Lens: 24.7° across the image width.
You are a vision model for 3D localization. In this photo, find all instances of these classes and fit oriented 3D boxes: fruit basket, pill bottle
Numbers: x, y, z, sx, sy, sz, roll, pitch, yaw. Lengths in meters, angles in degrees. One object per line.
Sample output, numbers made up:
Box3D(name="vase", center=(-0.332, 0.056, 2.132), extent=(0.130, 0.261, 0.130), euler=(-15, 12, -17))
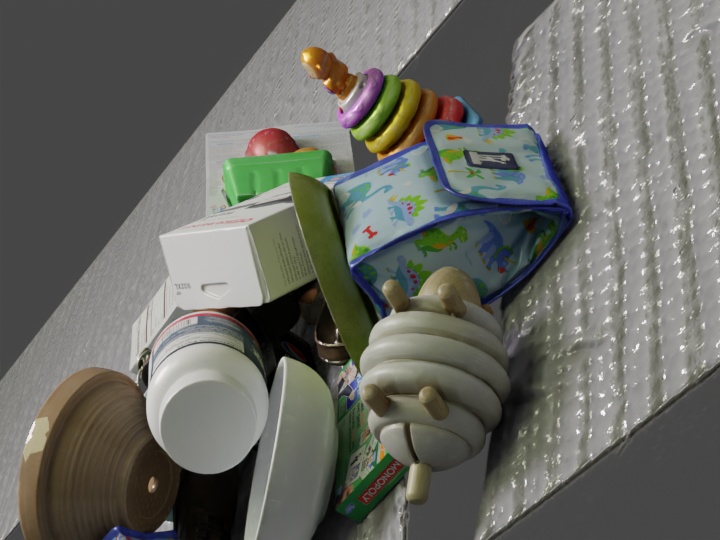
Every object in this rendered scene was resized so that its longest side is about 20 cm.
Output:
Box3D(name="fruit basket", center=(-0.098, -0.118, 2.001), extent=(0.201, 0.183, 0.095), euler=(-100, 5, -60))
Box3D(name="pill bottle", center=(-0.147, 0.120, 1.579), extent=(0.120, 0.119, 0.200), euler=(-56, 12, 8))

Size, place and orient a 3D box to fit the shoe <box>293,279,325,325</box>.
Box3D(name="shoe", center=(-0.041, 0.028, 1.776), extent=(0.199, 0.053, 0.071), euler=(-8, 54, 65))

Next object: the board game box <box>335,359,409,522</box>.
Box3D(name="board game box", center=(0.026, 0.118, 1.513), extent=(0.135, 0.029, 0.201), euler=(-49, 22, 27))

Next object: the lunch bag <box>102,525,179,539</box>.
Box3D(name="lunch bag", center=(-0.245, 0.364, 1.582), extent=(0.200, 0.094, 0.152), euler=(-39, 60, 23))

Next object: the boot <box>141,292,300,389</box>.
Box3D(name="boot", center=(-0.169, 0.050, 1.795), extent=(0.188, 0.069, 0.200), euler=(-37, 22, -6))

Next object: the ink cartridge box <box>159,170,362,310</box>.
Box3D(name="ink cartridge box", center=(-0.087, -0.033, 1.714), extent=(0.144, 0.085, 0.199), euler=(-5, 15, 44))

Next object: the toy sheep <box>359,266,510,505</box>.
Box3D(name="toy sheep", center=(0.058, 0.090, 1.323), extent=(0.138, 0.137, 0.202), euler=(-26, 42, 57))

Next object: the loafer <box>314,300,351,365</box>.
Box3D(name="loafer", center=(0.000, 0.000, 1.655), extent=(0.072, 0.071, 0.202), euler=(6, 62, 35))

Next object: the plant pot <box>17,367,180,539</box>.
Box3D(name="plant pot", center=(-0.241, 0.202, 1.617), extent=(0.092, 0.201, 0.203), euler=(8, 61, 26))

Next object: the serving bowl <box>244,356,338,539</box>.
Box3D(name="serving bowl", center=(-0.060, 0.185, 1.527), extent=(0.200, 0.065, 0.203), euler=(-170, 90, -84))

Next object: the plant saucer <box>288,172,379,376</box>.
Box3D(name="plant saucer", center=(-0.017, -0.001, 1.518), extent=(0.031, 0.202, 0.201), euler=(-20, 26, 4))

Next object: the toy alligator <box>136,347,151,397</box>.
Box3D(name="toy alligator", center=(-0.245, 0.173, 1.764), extent=(0.054, 0.059, 0.202), euler=(7, 60, 25))

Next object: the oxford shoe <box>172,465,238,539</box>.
Box3D(name="oxford shoe", center=(-0.155, 0.268, 1.691), extent=(0.084, 0.072, 0.202), euler=(-21, 53, 57))

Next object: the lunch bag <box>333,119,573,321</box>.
Box3D(name="lunch bag", center=(0.085, -0.049, 1.475), extent=(0.198, 0.128, 0.171), euler=(-24, 29, 7))

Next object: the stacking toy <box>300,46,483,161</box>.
Box3D(name="stacking toy", center=(0.019, -0.168, 1.697), extent=(0.110, 0.199, 0.116), euler=(-54, 20, 10))

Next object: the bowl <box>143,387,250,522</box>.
Box3D(name="bowl", center=(-0.192, 0.199, 1.824), extent=(0.201, 0.104, 0.202), euler=(-48, 22, 27))

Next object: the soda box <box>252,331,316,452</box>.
Box3D(name="soda box", center=(-0.085, 0.128, 1.724), extent=(0.071, 0.063, 0.200), euler=(-53, 19, 14))

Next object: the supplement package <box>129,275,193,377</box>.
Box3D(name="supplement package", center=(-0.180, 0.049, 2.001), extent=(0.201, 0.116, 0.118), euler=(-53, 20, 18))
